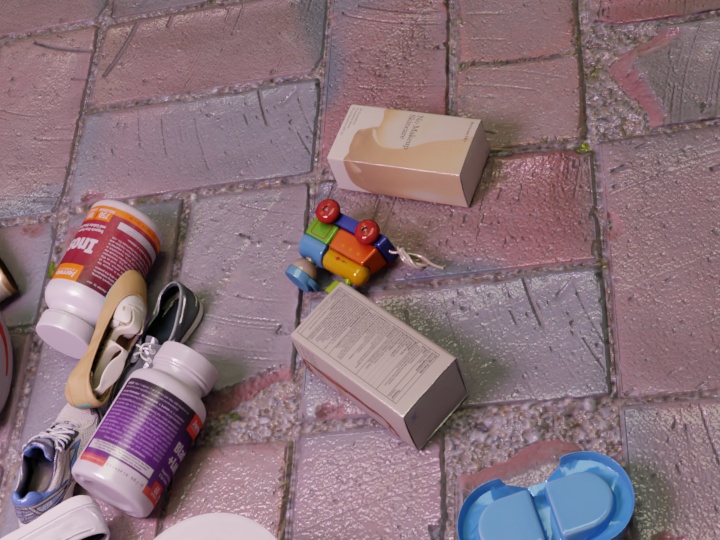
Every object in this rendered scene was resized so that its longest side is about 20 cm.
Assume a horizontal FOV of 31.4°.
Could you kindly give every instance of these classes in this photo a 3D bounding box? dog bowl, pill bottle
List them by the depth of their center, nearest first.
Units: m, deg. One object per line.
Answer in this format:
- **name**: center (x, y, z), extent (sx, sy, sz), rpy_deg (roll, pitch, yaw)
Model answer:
- **dog bowl**: center (0.206, 0.276, 1.414), extent (0.198, 0.050, 0.112), rpy_deg (-19, 52, 3)
- **pill bottle**: center (-0.260, 0.193, 1.586), extent (0.110, 0.112, 0.201), rpy_deg (16, 62, 27)
- **pill bottle**: center (-0.358, 0.013, 1.745), extent (0.112, 0.113, 0.202), rpy_deg (10, 59, 24)

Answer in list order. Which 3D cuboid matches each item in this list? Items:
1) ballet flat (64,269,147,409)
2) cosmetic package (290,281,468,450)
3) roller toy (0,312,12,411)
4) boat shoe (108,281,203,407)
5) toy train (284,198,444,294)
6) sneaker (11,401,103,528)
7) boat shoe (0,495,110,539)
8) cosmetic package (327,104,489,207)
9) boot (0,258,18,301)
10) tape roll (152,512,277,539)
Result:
- **ballet flat**: center (-0.314, 0.092, 1.663), extent (0.063, 0.069, 0.202), rpy_deg (1, 61, 41)
- **cosmetic package**: center (0.023, 0.115, 1.564), extent (0.103, 0.088, 0.199), rpy_deg (-44, 53, -16)
- **roller toy**: center (-0.558, 0.123, 1.691), extent (0.138, 0.202, 0.183), rpy_deg (-6, 19, 13)
- **boat shoe**: center (-0.279, 0.102, 1.687), extent (0.072, 0.062, 0.201), rpy_deg (17, 63, 27)
- **toy train**: center (0.000, 0.000, 1.663), extent (0.199, 0.085, 0.116), rpy_deg (29, 79, 32)
- **sneaker**: center (-0.380, 0.231, 1.608), extent (0.076, 0.086, 0.201), rpy_deg (-2, 47, 17)
- **boat shoe**: center (-0.386, 0.349, 1.511), extent (0.199, 0.072, 0.069), rpy_deg (-30, 50, -18)
- **cosmetic package**: center (0.066, -0.159, 1.754), extent (0.198, 0.071, 0.106), rpy_deg (8, 58, 23)
- **boot**: center (-0.601, 0.008, 1.858), extent (0.154, 0.072, 0.200), rpy_deg (-38, 54, -8)
- **tape roll**: center (-0.148, 0.385, 1.395), extent (0.200, 0.140, 0.205), rpy_deg (-9, 53, 12)
